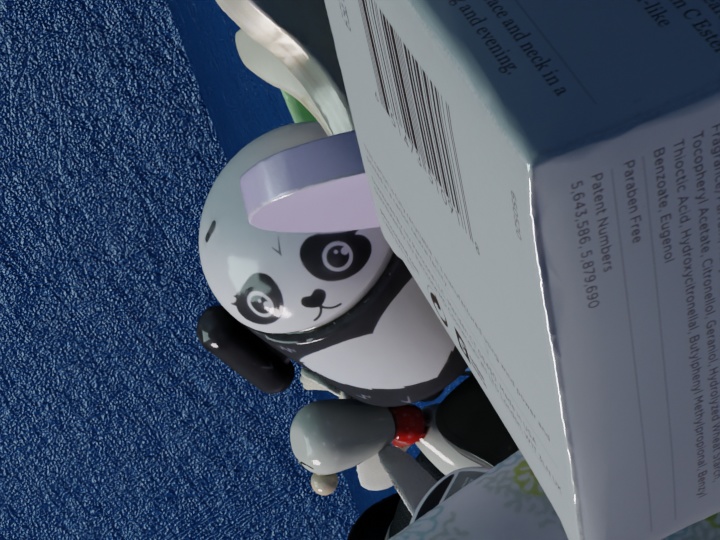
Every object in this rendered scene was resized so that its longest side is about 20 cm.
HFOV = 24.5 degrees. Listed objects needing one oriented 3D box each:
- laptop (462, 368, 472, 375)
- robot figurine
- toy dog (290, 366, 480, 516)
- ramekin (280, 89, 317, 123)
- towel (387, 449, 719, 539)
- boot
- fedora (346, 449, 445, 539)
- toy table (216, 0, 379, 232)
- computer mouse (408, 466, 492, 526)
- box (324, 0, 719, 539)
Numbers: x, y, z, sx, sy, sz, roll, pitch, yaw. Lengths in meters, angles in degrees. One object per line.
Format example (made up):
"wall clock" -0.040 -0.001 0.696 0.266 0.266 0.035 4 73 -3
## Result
"laptop" 0.055 0.036 1.107 0.200 0.103 0.178 -122 13 -54
"robot figurine" -0.001 0.002 0.915 0.125 0.151 0.200 13 164 40
"toy dog" 0.051 0.125 1.007 0.132 0.199 0.097 -121 38 -79
"ramekin" -0.002 -0.155 0.991 0.200 0.097 0.201 159 90 -82
"towel" 0.112 0.159 0.679 0.200 0.171 0.048 50 160 26
"boot" 0.130 0.147 0.910 0.174 0.069 0.200 58 170 -28
"fedora" 0.082 0.169 1.124 0.201 0.200 0.092 -127 38 -64
"toy table" 0.018 -0.090 0.772 0.200 0.183 0.118 -4 -103 -56
"computer mouse" 0.107 0.149 0.785 0.200 0.110 0.044 21 165 43
"box" 0.084 -0.045 0.574 0.200 0.130 0.199 75 170 -45
